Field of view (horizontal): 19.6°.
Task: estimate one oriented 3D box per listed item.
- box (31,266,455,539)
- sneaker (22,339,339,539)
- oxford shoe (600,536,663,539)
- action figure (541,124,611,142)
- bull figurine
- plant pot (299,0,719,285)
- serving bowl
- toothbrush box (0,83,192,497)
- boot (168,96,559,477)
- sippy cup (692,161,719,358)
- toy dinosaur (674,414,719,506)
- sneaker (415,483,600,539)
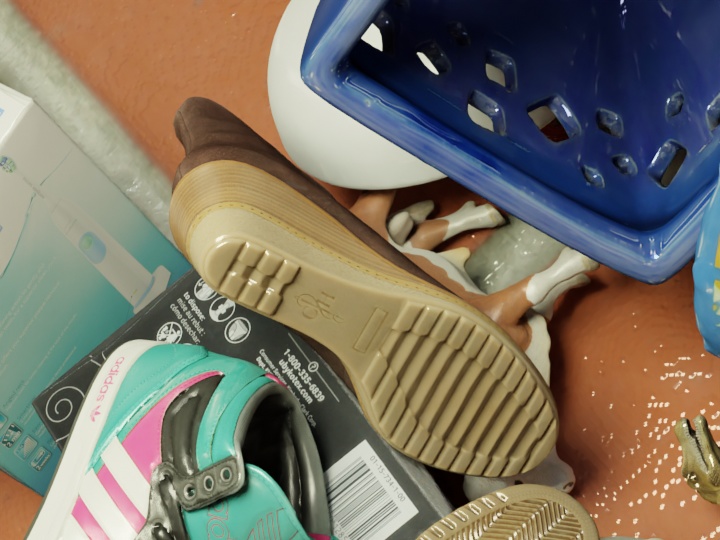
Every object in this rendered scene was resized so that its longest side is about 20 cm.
[{"bbox_3d":[-0.038,0.109,0.980,0.132,0.115,0.200,-39,55,-1],"label":"box"},{"bbox_3d":[-0.072,0.122,0.871,0.120,0.084,0.201,-2,61,34],"label":"sneaker"},{"bbox_3d":[0.078,0.202,0.902,0.058,0.075,0.201,16,69,42],"label":"oxford shoe"},{"bbox_3d":[0.171,-0.120,1.044,0.199,0.052,0.065,-35,30,2],"label":"action figure"},{"bbox_3d":[0.047,0.024,1.017,0.121,0.065,0.200,-45,56,-8],"label":"bull figurine"},{"bbox_3d":[0.104,-0.150,0.896,0.200,0.199,0.180,-50,23,32],"label":"plant pot"},{"bbox_3d":[0.034,-0.134,1.072,0.199,0.066,0.201,-20,38,16],"label":"serving bowl"},{"bbox_3d":[-0.182,0.009,1.049,0.085,0.200,0.147,26,77,33],"label":"toothbrush box"},{"bbox_3d":[0.000,0.000,0.951,0.072,0.199,0.167,-51,20,16],"label":"boot"},{"bbox_3d":[0.203,0.000,0.806,0.129,0.178,0.141,13,78,26],"label":"sippy cup"},{"bbox_3d":[0.206,0.143,0.895,0.101,0.058,0.201,-33,60,21],"label":"toy dinosaur"},{"bbox_3d":[0.021,0.179,0.880,0.070,0.109,0.200,40,69,14],"label":"sneaker"}]
